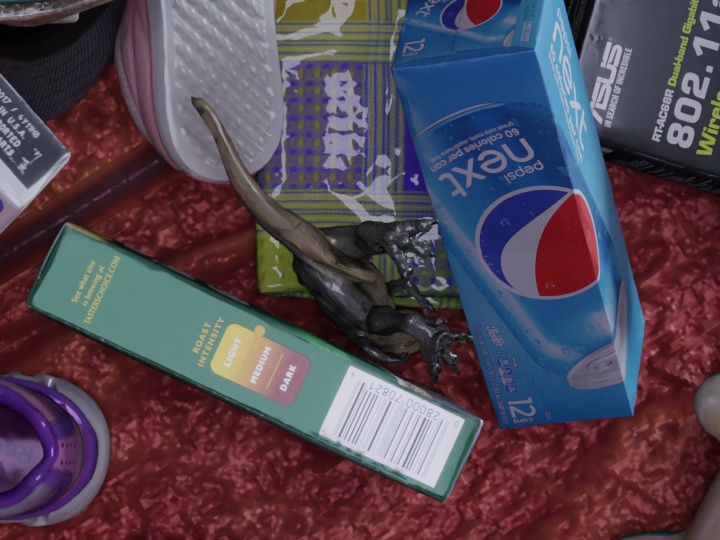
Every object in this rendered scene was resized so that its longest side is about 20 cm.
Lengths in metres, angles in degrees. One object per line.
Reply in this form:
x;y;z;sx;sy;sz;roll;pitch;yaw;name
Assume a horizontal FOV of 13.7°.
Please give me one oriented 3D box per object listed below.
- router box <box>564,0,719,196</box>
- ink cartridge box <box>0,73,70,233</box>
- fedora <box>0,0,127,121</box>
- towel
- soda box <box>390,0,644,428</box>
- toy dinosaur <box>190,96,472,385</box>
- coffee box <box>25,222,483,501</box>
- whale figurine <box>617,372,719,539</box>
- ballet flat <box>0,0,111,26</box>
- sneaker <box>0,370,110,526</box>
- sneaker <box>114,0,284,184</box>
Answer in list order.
0.174;-0.134;1.346;0.150;0.062;0.200;16;88;-13;router box
-0.230;-0.077;1.273;0.198;0.200;0.043;49;57;-3;ink cartridge box
-0.156;-0.172;1.300;0.090;0.177;0.200;25;105;26;fedora
0.023;-0.084;1.364;0.143;0.023;0.200;4;88;-6;towel
0.071;-0.029;1.282;0.064;0.068;0.200;-7;127;16;soda box
0.000;0.000;1.276;0.088;0.200;0.047;22;71;38;toy dinosaur
-0.048;0.038;1.306;0.200;0.123;0.044;25;89;-3;coffee box
0.206;0.106;1.333;0.200;0.104;0.159;-37;92;35;whale figurine
-0.102;-0.132;1.216;0.200;0.067;0.068;-14;70;-11;ballet flat
-0.210;0.074;1.308;0.200;0.088;0.081;3;90;-4;sneaker
-0.071;-0.140;1.311;0.075;0.105;0.201;1;94;-16;sneaker
